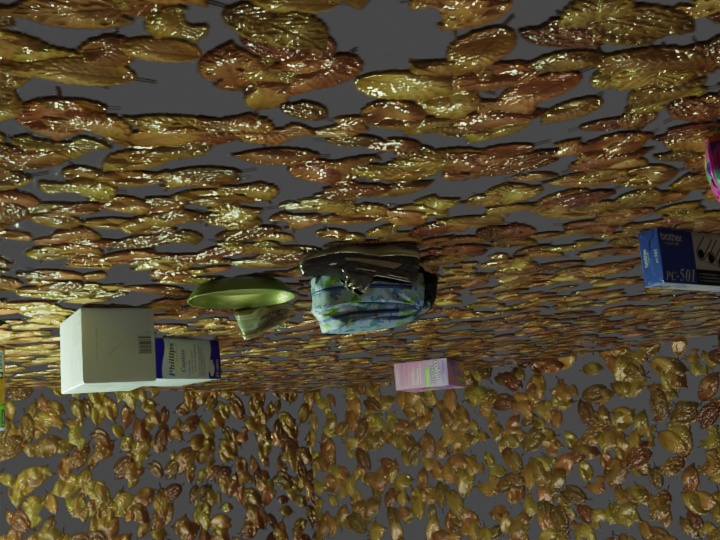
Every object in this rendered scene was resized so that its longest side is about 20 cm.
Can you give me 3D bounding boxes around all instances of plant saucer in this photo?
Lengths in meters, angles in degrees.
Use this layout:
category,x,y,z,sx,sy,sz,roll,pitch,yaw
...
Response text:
category,x,y,z,sx,sy,sz,roll,pitch,yaw
plant saucer,-0.221,0.040,1.821,0.199,0.031,0.200,-5,168,-1

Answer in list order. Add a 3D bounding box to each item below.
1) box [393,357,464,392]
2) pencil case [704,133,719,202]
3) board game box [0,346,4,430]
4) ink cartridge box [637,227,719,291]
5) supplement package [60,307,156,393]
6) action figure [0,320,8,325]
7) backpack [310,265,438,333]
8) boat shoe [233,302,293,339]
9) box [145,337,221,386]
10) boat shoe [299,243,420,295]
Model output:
category,x,y,z,sx,sy,sz,roll,pitch,yaw
box,0.245,0.372,3.478,0.199,0.097,0.176,-10,167,23
pencil case,0.497,-0.129,1.118,0.199,0.089,0.088,-8,168,22
board game box,-0.967,0.276,2.281,0.199,0.201,0.200,-6,168,8
ink cartridge box,0.558,-0.016,1.672,0.199,0.094,0.044,4,166,-34
supplement package,-0.524,0.167,2.031,0.150,0.152,0.200,1,167,-29
action figure,-0.755,0.089,1.808,0.199,0.055,0.118,-3,172,31
backpack,0.008,0.047,1.722,0.199,0.154,0.163,19,165,-32
boat shoe,-0.196,0.101,2.006,0.073,0.063,0.200,-9,179,24
box,-0.489,0.235,2.500,0.200,0.105,0.184,6,165,-44
boat shoe,0.000,0.000,1.595,0.199,0.074,0.075,-5,169,2
